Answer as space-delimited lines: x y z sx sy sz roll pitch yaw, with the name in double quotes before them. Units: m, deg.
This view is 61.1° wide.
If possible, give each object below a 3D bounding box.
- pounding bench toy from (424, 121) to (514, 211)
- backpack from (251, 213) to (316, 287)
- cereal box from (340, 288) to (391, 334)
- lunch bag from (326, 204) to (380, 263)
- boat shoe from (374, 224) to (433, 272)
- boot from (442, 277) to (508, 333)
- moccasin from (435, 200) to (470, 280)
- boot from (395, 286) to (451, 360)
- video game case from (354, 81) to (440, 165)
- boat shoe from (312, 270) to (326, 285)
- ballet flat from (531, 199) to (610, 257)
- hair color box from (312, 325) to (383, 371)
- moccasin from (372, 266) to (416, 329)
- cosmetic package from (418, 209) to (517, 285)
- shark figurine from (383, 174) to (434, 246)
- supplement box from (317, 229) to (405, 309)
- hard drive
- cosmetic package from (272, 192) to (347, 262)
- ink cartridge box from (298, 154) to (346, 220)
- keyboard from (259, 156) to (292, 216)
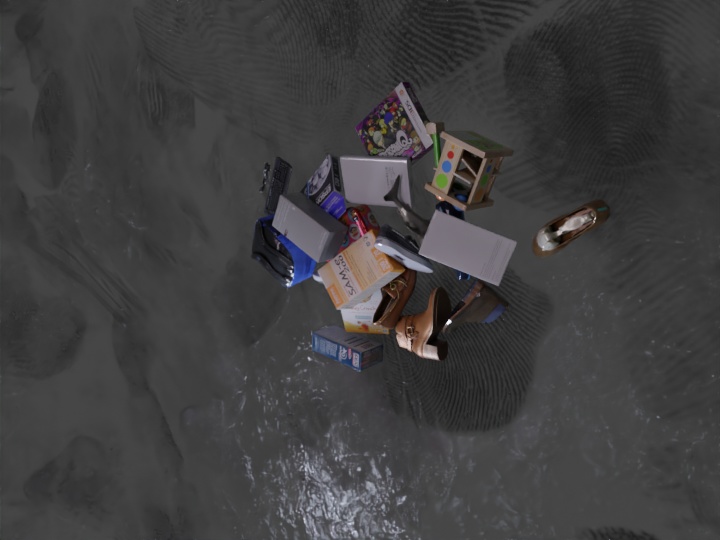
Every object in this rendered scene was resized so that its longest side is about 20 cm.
"pounding bench toy" 0.220 -0.242 1.420 0.200 0.124 0.156 36 123 32
"backpack" -0.212 -0.065 1.837 0.200 0.168 0.163 46 143 29
"cereal box" 0.007 0.080 1.705 0.143 0.040 0.201 -1 114 29
"lunch bag" -0.023 -0.075 1.726 0.200 0.082 0.177 -31 82 45
"boat shoe" 0.118 -0.055 1.539 0.072 0.200 0.068 -3 65 52
"boot" 0.274 0.112 1.476 0.097 0.075 0.200 33 138 6
"moccasin" 0.221 -0.072 1.487 0.080 0.068 0.201 141 119 -78
"boot" 0.158 0.132 1.607 0.154 0.074 0.201 12 103 47
"video game case" 0.091 -0.351 1.577 0.200 0.036 0.182 -34 77 43
"boat shoe" -0.063 0.036 1.795 0.200 0.069 0.057 9 116 42
"ballet flat" 0.431 -0.085 1.292 0.200 0.072 0.068 -32 77 43
"hair color box" -0.040 0.225 1.793 0.200 0.100 0.061 16 111 40
"moccasin" 0.088 0.057 1.626 0.202 0.078 0.074 -64 33 14
"cosmetic package" 0.245 -0.052 1.400 0.200 0.081 0.113 25 95 11
"shark figurine" 0.151 -0.135 1.549 0.089 0.128 0.215 -37 70 8
"supplement box" 0.000 0.000 1.604 0.200 0.073 0.126 -37 71 24
"hard drive" 0.044 -0.235 1.605 0.199 0.026 0.132 9 122 31
"cosmetic package" -0.141 -0.120 1.682 0.200 0.090 0.107 38 122 29
"ink cartridge box" -0.117 -0.196 1.750 0.198 0.043 0.200 -44 42 40
"keyboard" -0.283 -0.271 1.964 0.127 0.021 0.200 36 122 32
